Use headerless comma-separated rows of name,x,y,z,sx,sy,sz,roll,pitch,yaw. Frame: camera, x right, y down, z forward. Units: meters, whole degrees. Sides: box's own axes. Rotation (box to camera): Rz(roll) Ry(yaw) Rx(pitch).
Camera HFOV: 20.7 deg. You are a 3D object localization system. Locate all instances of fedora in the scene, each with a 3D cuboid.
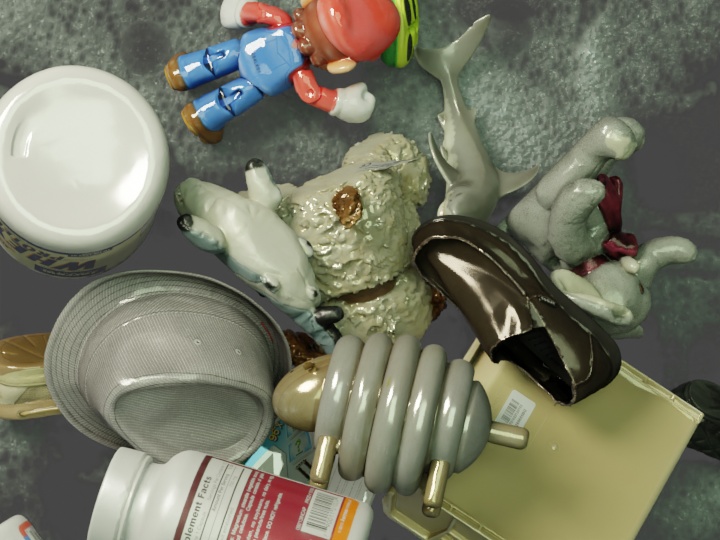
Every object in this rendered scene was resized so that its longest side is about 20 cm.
fedora,-0.145,0.095,1.549,0.200,0.090,0.177,21,114,-26

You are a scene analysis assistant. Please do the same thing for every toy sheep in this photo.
toy sheep,0.030,0.115,1.521,0.200,0.138,0.138,13,79,0

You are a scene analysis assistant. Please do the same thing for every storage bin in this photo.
storage bin,0.148,0.158,1.631,0.198,0.094,0.200,33,67,2

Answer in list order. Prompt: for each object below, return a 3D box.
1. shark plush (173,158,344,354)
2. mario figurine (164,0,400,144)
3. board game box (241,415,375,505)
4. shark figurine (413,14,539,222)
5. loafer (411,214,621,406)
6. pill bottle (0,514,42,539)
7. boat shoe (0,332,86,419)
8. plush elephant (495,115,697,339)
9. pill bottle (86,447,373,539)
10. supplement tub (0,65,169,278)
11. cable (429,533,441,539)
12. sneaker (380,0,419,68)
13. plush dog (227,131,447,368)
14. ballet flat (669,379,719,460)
shark plush,-0.069,-0.006,1.585,0.200,0.083,0.091,38,63,-5
mario figurine,-0.057,-0.179,1.673,0.200,0.106,0.124,-22,122,13
board game box,-0.060,0.198,1.641,0.126,0.035,0.200,24,79,-4
shark figurine,0.106,-0.102,1.691,0.089,0.128,0.215,-10,55,10
loafer,0.119,0.033,1.571,0.200,0.073,0.071,38,43,4
pill bottle,-0.256,0.303,1.554,0.112,0.112,0.200,-35,88,-13
boat shoe,-0.205,0.086,1.626,0.200,0.071,0.065,-2,117,-11
plush elephant,0.204,-0.017,1.659,0.200,0.165,0.155,-45,85,5
pill bottle,-0.098,0.202,1.487,0.200,0.113,0.113,17,79,3
supplement tub,-0.230,-0.072,1.570,0.145,0.200,0.145,2,81,-9
cable,0.129,0.281,1.653,0.163,0.051,0.200,-25,85,-11
sneaker,-0.007,-0.266,1.715,0.083,0.074,0.200,-24,90,15
plush dog,0.000,0.000,1.640,0.200,0.160,0.172,-25,110,-12
ballet flat,0.348,0.160,1.719,0.200,0.057,0.067,34,50,-8
